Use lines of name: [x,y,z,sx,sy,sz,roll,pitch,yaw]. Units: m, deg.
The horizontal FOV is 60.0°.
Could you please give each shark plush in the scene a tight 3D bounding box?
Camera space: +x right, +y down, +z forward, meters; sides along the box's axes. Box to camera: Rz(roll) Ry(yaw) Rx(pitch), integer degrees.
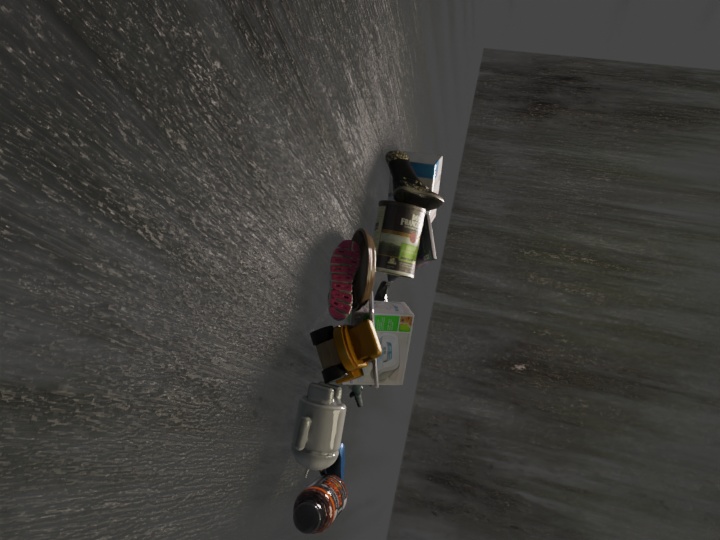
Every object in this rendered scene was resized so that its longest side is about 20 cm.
shark plush: [-0.003,0.319,1.813,0.091,0.081,0.205,-43,141,-68]

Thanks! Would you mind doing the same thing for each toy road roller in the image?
toy road roller: [-0.016,0.180,1.441,0.200,0.143,0.126,23,47,-73]

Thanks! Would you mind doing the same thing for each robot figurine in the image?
robot figurine: [-0.095,0.358,1.405,0.169,0.111,0.205,13,87,-61]

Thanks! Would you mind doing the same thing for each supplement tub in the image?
supplement tub: [-0.102,0.583,1.546,0.200,0.104,0.110,11,89,-77]

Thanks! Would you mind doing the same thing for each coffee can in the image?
coffee can: [0.106,-0.091,1.842,0.146,0.143,0.205,15,85,-76]

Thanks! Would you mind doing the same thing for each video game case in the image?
video game case: [0.148,-0.066,1.914,0.019,0.198,0.146,13,61,-40]

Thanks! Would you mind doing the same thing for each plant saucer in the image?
plant saucer: [0.000,0.000,1.524,0.200,0.029,0.206,-174,-90,-75]

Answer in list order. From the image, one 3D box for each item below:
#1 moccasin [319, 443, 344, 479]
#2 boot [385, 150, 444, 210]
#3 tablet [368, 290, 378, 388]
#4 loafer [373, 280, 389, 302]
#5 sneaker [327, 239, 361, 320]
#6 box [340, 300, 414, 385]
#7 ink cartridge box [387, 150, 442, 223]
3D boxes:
moccasin: [-0.079,0.539,1.700,0.081,0.066,0.205,-70,166,-61]
boot: [0.161,-0.268,1.854,0.200,0.073,0.157,9,57,-42]
tablet: [0.031,0.165,1.509,0.131,0.013,0.205,-89,175,-71]
loafer: [0.073,0.136,2.020,0.068,0.069,0.206,48,53,-73]
sneaker: [-0.043,0.029,1.484,0.088,0.072,0.205,107,-10,-70]
box: [0.033,0.188,1.638,0.097,0.172,0.205,-130,-133,-66]
ink cartridge box: [0.172,-0.261,1.993,0.147,0.142,0.205,-50,147,-64]
